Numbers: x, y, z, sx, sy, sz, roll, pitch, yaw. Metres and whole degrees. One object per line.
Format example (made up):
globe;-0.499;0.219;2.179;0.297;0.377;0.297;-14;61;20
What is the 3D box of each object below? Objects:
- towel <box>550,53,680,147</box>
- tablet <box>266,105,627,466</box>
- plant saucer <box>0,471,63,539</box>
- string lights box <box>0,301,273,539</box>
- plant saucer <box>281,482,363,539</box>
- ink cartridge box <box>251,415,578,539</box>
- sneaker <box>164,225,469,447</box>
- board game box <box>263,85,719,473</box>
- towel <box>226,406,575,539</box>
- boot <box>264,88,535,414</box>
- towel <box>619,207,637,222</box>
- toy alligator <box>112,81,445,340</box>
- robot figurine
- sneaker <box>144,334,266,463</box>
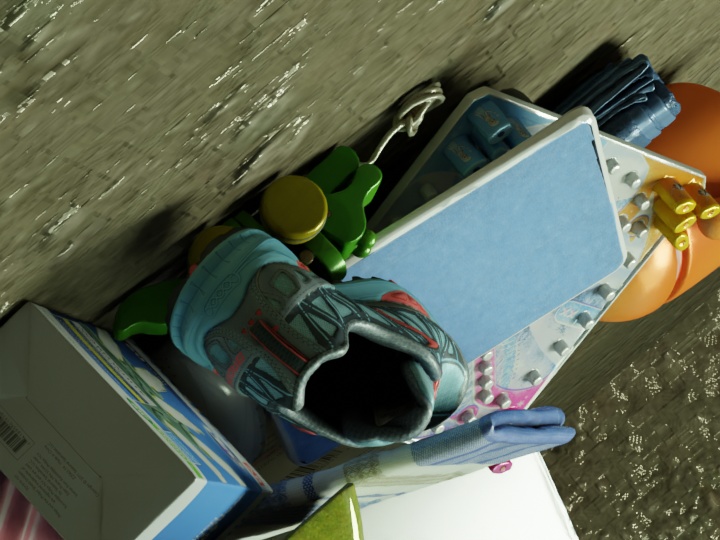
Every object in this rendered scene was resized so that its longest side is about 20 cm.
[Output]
towel;0.093;-0.046;1.622;0.200;0.049;0.112;-41;173;5
tablet;0.037;0.009;1.382;0.200;0.014;0.130;-32;144;-8
plant saucer;-0.168;0.170;1.280;0.201;0.051;0.201;-165;-90;-86
string lights box;-0.106;0.077;1.242;0.059;0.103;0.200;-44;171;1
plant saucer;-0.073;0.190;1.338;0.200;0.048;0.200;-41;176;-12
ink cartridge box;0.005;0.154;1.696;0.147;0.145;0.200;-34;-160;-26
sneaker;-0.003;0.051;1.249;0.079;0.096;0.200;-55;148;9
board game box;0.065;0.013;1.444;0.200;0.026;0.200;16;117;-49
towel;-0.006;0.102;1.405;0.200;0.024;0.147;-19;171;19
boot;0.000;0.001;1.458;0.200;0.066;0.165;-31;166;-22
towel;0.090;0.009;1.578;0.133;0.034;0.200;-37;175;-6
toy alligator;-0.022;-0.014;1.301;0.200;0.054;0.059;-36;170;-22
robot figurine;0.179;-0.042;1.768;0.200;0.144;0.117;-33;152;-35
sneaker;-0.111;0.092;1.411;0.087;0.075;0.200;-27;164;-37
